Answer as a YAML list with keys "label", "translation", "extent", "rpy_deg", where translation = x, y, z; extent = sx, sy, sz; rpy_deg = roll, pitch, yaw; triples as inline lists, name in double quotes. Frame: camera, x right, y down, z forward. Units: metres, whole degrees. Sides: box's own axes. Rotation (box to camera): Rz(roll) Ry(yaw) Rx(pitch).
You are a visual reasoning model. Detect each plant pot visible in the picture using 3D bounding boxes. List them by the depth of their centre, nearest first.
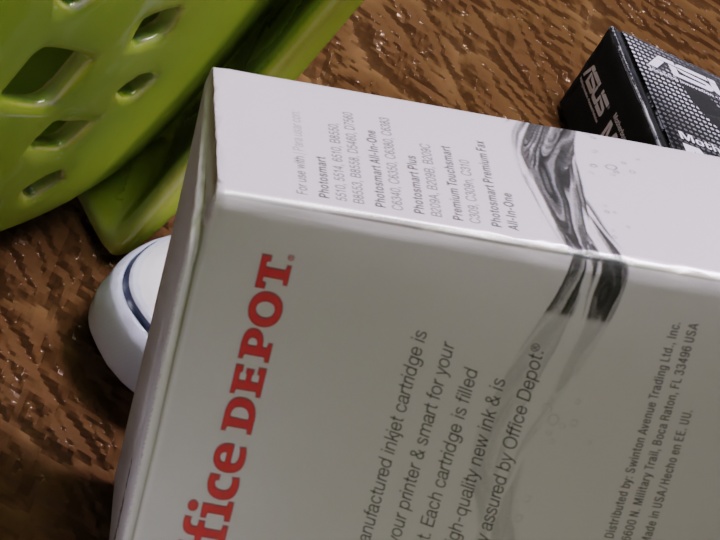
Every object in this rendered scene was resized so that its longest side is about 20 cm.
- label: "plant pot"
  translation: [-0.103, -0.128, 0.895]
  extent: [0.181, 0.199, 0.200]
  rpy_deg: [8, 44, -46]

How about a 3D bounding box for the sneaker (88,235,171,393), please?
- label: "sneaker"
  translation: [0.000, 0.000, 0.948]
  extent: [0.199, 0.071, 0.073]
  rpy_deg: [-8, 56, -47]

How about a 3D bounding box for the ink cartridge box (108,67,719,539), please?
- label: "ink cartridge box"
  translation: [0.038, 0.038, 0.820]
  extent: [0.199, 0.147, 0.084]
  rpy_deg: [11, 29, -9]

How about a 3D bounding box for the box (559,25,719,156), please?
- label: "box"
  translation: [0.183, 0.007, 1.111]
  extent: [0.199, 0.048, 0.194]
  rpy_deg: [23, 30, -22]
